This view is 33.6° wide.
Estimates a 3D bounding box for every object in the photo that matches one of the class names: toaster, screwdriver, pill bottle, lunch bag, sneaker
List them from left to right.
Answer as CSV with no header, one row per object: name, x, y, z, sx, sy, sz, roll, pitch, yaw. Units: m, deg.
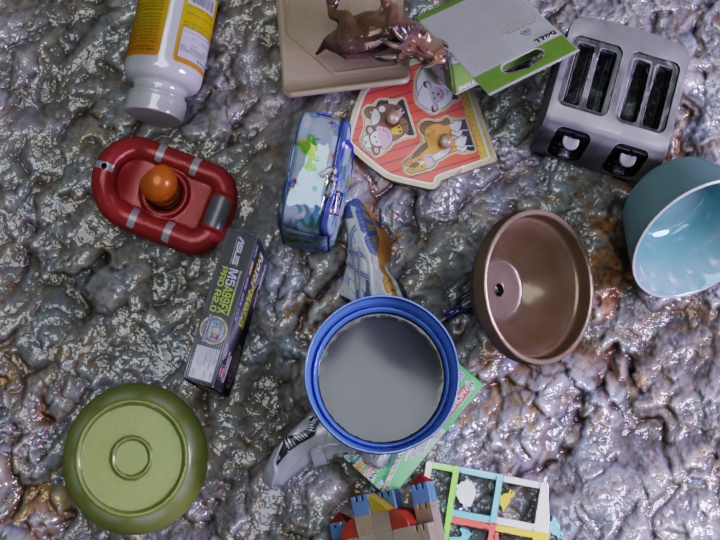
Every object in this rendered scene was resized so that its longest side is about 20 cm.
pill bottle,-0.267,-0.309,1.656,0.109,0.111,0.203,10,80,2
lunch bag,-0.056,-0.116,1.578,0.081,0.200,0.163,11,79,1
sneaker,-0.030,0.232,1.551,0.200,0.075,0.115,-44,80,-6
sneaker,0.000,0.000,1.623,0.087,0.075,0.202,-28,64,24
screwdriver,0.103,0.070,1.641,0.198,0.028,0.029,-29,52,1
toaster,0.348,-0.240,1.645,0.178,0.119,0.203,17,80,2

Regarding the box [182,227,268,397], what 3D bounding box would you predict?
box,-0.174,0.059,1.568,0.044,0.160,0.203,15,79,4

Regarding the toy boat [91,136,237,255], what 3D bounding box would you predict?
toy boat,-0.269,-0.109,1.611,0.197,0.131,0.132,20,80,3

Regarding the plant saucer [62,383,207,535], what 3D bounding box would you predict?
plant saucer,-0.305,0.251,1.599,0.197,0.031,0.203,0,79,0

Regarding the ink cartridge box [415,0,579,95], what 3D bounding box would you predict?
ink cartridge box,0.185,-0.294,1.620,0.146,0.076,0.201,-26,49,-11

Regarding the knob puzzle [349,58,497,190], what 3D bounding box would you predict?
knob puzzle,0.074,-0.210,1.682,0.216,0.030,0.223,0,80,0

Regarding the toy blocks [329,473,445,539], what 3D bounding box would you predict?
toy blocks,0.030,0.346,1.544,0.198,0.100,0.139,-17,77,22

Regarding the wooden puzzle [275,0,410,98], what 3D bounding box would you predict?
wooden puzzle,-0.026,-0.346,1.701,0.182,0.037,0.203,-6,75,5

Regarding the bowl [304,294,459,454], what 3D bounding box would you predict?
bowl,0.027,0.134,1.521,0.197,0.039,0.204,0,76,-1

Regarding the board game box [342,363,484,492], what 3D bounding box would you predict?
board game box,0.054,0.187,1.604,0.134,0.029,0.201,40,87,6

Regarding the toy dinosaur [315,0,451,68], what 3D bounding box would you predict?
toy dinosaur,0.014,-0.314,1.598,0.197,0.086,0.137,-14,56,21

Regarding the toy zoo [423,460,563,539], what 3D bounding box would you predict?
toy zoo,0.173,0.336,1.591,0.197,0.020,0.133,11,80,2

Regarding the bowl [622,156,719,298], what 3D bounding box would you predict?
bowl,0.430,-0.072,1.594,0.198,0.202,0.106,-21,47,-4

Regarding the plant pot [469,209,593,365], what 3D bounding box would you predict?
plant pot,0.211,0.023,1.591,0.199,0.092,0.204,2,86,-35
